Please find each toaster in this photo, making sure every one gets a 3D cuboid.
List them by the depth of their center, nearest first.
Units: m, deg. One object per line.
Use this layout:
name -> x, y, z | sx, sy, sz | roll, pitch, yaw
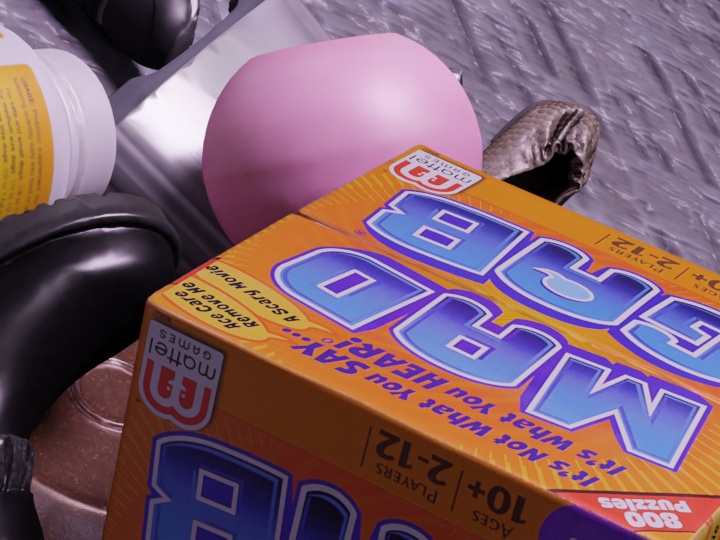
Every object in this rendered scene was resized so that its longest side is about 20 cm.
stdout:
toaster -> -0.065, -0.042, 1.159 | 0.129, 0.114, 0.200 | 44, 49, 1

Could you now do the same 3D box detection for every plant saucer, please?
plant saucer -> -0.109, 0.062, 1.006 | 0.199, 0.037, 0.201 | 18, 39, -15

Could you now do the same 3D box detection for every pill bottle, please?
pill bottle -> -0.200, -0.049, 1.004 | 0.200, 0.109, 0.109 | -12, 57, -49

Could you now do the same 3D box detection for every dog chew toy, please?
dog chew toy -> 0.000, 0.000, 1.048 | 0.124, 0.124, 0.201 | -12, 93, -57

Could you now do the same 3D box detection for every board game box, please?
board game box -> 0.039, 0.103, 0.868 | 0.199, 0.201, 0.200 | 24, 28, 21

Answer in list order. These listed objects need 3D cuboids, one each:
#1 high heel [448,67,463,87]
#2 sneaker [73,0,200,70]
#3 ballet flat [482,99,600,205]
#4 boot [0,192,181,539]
high heel -> 0.069, -0.013, 1.276 | 0.200, 0.143, 0.072 | 32, 25, -17
sneaker -> -0.166, -0.179, 1.316 | 0.087, 0.076, 0.200 | -5, 45, -40
ballet flat -> 0.053, -0.012, 1.221 | 0.046, 0.200, 0.067 | 27, -23, 56
boot -> -0.129, 0.076, 0.896 | 0.210, 0.080, 0.158 | -30, 62, -18
